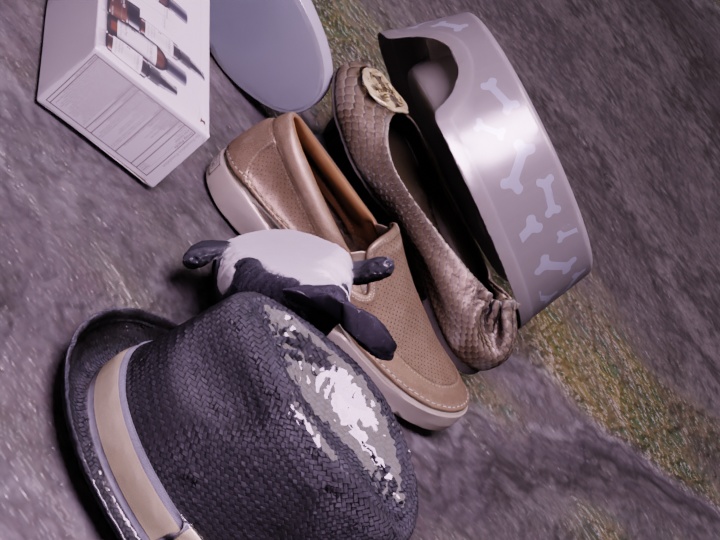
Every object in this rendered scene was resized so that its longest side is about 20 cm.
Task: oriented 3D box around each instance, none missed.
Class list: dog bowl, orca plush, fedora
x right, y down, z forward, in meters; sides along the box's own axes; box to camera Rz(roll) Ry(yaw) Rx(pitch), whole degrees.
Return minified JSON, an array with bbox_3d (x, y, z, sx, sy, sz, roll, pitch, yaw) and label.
[{"bbox_3d":[0.078,-0.066,1.406,0.201,0.058,0.200,64,-2,3],"label":"dog bowl"},{"bbox_3d":[-0.028,0.028,1.147,0.105,0.072,0.200,-1,10,-24],"label":"orca plush"},{"bbox_3d":[-0.039,0.082,1.048,0.200,0.091,0.201,41,26,-25],"label":"fedora"}]

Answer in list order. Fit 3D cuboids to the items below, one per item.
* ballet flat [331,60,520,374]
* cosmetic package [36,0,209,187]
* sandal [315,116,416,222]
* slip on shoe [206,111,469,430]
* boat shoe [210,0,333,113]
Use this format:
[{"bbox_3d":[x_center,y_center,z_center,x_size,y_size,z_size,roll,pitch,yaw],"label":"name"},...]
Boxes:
[{"bbox_3d":[0.041,-0.037,1.338,0.067,0.046,0.201,-4,67,-54],"label":"ballet flat"},{"bbox_3d":[-0.125,-0.140,1.257,0.082,0.051,0.201,39,27,-30],"label":"cosmetic package"},{"bbox_3d":[0.005,-0.066,1.392,0.075,0.048,0.200,53,23,-1],"label":"sandal"},{"bbox_3d":[0.000,0.000,1.275,0.200,0.060,0.076,51,24,-3],"label":"slip on shoe"},{"bbox_3d":[-0.075,-0.185,1.381,0.200,0.074,0.068,51,31,6],"label":"boat shoe"}]
